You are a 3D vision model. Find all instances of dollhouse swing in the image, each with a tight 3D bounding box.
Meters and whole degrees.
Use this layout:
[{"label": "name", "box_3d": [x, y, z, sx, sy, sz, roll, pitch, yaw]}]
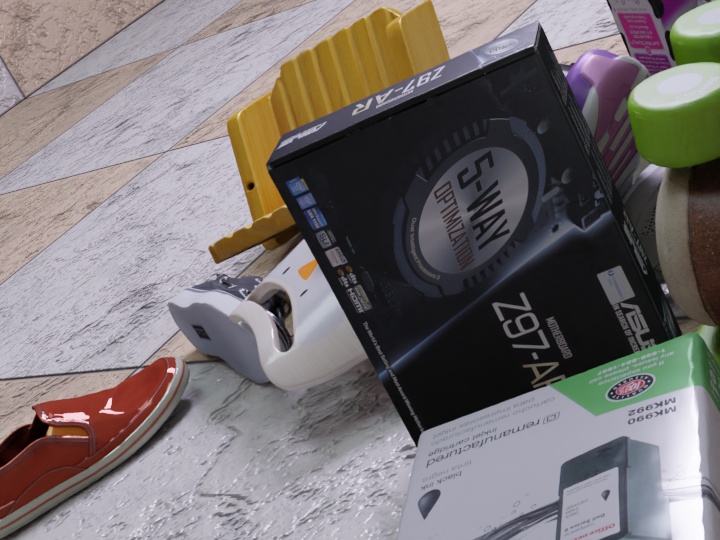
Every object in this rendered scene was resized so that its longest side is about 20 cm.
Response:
[{"label": "dollhouse swing", "box_3d": [-0.042, -0.116, 1.256, 0.199, 0.184, 0.175, -24, -13, 34]}]

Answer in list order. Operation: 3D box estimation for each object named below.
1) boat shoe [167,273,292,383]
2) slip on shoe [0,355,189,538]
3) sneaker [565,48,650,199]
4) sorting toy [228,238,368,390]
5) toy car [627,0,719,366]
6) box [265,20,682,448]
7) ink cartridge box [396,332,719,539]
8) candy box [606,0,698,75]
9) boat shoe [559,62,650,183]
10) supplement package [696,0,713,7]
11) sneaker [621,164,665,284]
[{"label": "boat shoe", "box_3d": [-0.085, 0.033, 1.146, 0.066, 0.070, 0.200, -36, 13, -16]}, {"label": "slip on shoe", "box_3d": [-0.210, 0.118, 1.107, 0.199, 0.062, 0.074, -33, 18, -16]}, {"label": "sneaker", "box_3d": [0.118, -0.066, 0.906, 0.088, 0.201, 0.081, 34, 70, 19]}, {"label": "sorting toy", "box_3d": [0.000, 0.000, 1.005, 0.179, 0.107, 0.200, -37, 30, -4]}, {"label": "toy car", "box_3d": [0.249, -0.040, 0.725, 0.198, 0.166, 0.158, -4, 29, 31]}, {"label": "box", "box_3d": [0.065, -0.010, 0.827, 0.159, 0.201, 0.044, -21, 20, 19]}, {"label": "ink cartridge box", "box_3d": [0.090, 0.128, 0.619, 0.145, 0.085, 0.200, -22, 21, 20]}, {"label": "candy box", "box_3d": [0.239, -0.181, 1.011, 0.136, 0.201, 0.061, -32, 20, -15]}, {"label": "boat shoe", "box_3d": [0.175, -0.091, 1.030, 0.063, 0.074, 0.201, -5, 28, -34]}, {"label": "supplement package", "box_3d": [0.311, -0.165, 0.880, 0.197, 0.112, 0.156, 2, 21, -2]}, {"label": "sneaker", "box_3d": [0.235, -0.048, 0.869, 0.198, 0.075, 0.082, -26, 17, 6]}]
